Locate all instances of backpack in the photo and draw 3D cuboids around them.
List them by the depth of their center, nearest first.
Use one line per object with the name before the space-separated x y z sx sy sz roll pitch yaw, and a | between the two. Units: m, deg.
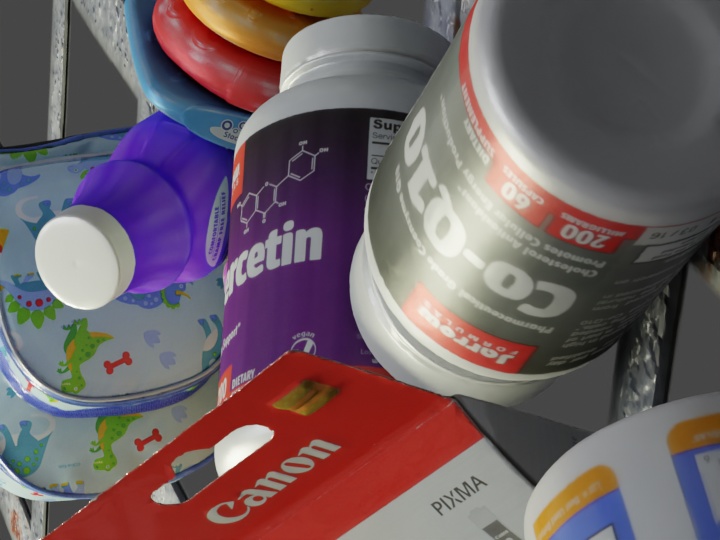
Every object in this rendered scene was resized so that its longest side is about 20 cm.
backpack | -0.148 0.026 1.601 0.147 0.182 0.201 164 97 -72

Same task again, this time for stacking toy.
stacking toy | -0.026 -0.162 1.362 0.110 0.115 0.201 -108 37 -51

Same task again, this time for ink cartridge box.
ink cartridge box | 0.011 0.103 1.030 0.161 0.199 0.050 -38 49 39

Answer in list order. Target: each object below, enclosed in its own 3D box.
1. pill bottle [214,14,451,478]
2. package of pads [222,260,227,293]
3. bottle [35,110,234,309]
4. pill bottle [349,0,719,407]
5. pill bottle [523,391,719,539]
pill bottle | 0.000 0.000 1.192 0.113 0.112 0.201 121 155 -60
package of pads | -0.001 0.039 1.321 0.155 0.068 0.201 121 141 -52
bottle | -0.086 -0.038 1.410 0.200 0.065 0.084 -38 -38 -57
pill bottle | 0.066 -0.029 1.046 0.200 0.113 0.115 122 141 -60
pill bottle | 0.127 0.148 0.898 0.112 0.111 0.201 112 150 -52
